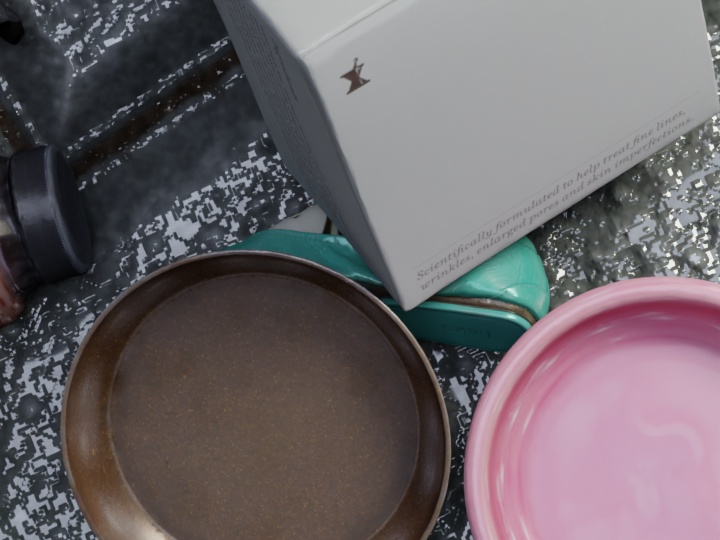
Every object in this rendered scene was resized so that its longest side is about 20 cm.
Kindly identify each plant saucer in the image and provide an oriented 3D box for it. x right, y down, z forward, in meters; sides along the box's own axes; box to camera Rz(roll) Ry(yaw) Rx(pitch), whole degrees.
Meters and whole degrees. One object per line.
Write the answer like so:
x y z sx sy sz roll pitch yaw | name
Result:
0.152 0.105 1.099 0.200 0.051 0.201 -1 84 5 | plant saucer
-0.052 0.082 1.113 0.200 0.034 0.201 2 106 7 | plant saucer

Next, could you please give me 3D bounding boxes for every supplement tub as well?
-0.246 -0.008 1.148 0.200 0.107 0.107 -14 79 5 | supplement tub

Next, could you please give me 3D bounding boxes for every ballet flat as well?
0.000 0.000 1.144 0.200 0.067 0.070 4 57 8 | ballet flat

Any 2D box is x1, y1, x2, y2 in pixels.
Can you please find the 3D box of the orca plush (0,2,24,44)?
-0.271 -0.184 1.214 0.200 0.105 0.071 38 126 -1 | orca plush

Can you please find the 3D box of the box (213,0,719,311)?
0.048 -0.123 1.054 0.199 0.200 0.131 -32 52 -8 | box
